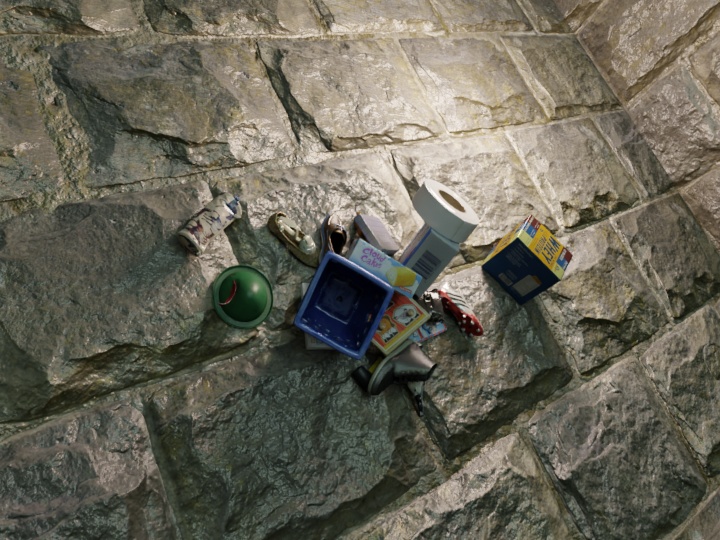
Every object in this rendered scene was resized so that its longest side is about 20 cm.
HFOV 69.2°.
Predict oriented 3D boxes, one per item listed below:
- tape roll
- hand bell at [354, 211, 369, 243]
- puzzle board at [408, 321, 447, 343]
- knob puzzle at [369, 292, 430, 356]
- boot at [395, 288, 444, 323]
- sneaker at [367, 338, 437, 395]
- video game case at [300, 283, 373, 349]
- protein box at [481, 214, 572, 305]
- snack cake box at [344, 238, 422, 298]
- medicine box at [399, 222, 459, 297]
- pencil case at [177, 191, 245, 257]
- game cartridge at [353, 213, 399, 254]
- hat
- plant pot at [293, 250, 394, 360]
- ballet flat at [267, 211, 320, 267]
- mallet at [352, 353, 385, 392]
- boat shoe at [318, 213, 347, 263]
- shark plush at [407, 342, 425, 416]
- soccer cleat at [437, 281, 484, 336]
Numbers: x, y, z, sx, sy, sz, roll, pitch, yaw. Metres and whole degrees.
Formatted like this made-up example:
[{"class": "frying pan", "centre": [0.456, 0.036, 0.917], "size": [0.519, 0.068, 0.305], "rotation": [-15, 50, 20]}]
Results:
[{"class": "tape roll", "centre": [0.244, -0.171, 1.496], "size": [0.199, 0.071, 0.204], "rotation": [30, 26, -16]}, {"class": "hand bell", "centre": [0.000, -0.101, 1.580], "size": [0.101, 0.105, 0.204], "rotation": [12, 47, -21]}, {"class": "puzzle board", "centre": [0.167, 0.111, 1.582], "size": [0.148, 0.017, 0.204], "rotation": [-17, 74, -33]}, {"class": "knob puzzle", "centre": [0.067, 0.112, 1.441], "size": [0.212, 0.031, 0.224], "rotation": [-2, 51, 3]}, {"class": "boot", "centre": [0.171, 0.130, 1.519], "size": [0.169, 0.069, 0.205], "rotation": [12, 59, -19]}, {"class": "sneaker", "centre": [0.111, 0.270, 1.358], "size": [0.105, 0.076, 0.199], "rotation": [34, 55, 27]}, {"class": "video game case", "centre": [-0.066, 0.127, 1.448], "size": [0.194, 0.023, 0.187], "rotation": [4, 63, -26]}, {"class": "protein box", "centre": [0.553, -0.032, 1.743], "size": [0.198, 0.200, 0.135], "rotation": [43, 53, 0]}, {"class": "snack cake box", "centre": [0.057, -0.005, 1.400], "size": [0.197, 0.115, 0.068], "rotation": [31, 89, -9]}, {"class": "medicine box", "centre": [0.200, -0.054, 1.542], "size": [0.102, 0.184, 0.201], "rotation": [35, 25, -5]}, {"class": "pencil case", "centre": [-0.392, -0.122, 1.374], "size": [0.088, 0.079, 0.201], "rotation": [26, 52, 12]}, {"class": "game cartridge", "centre": [0.051, -0.103, 1.558], "size": [0.132, 0.038, 0.199], "rotation": [61, 17, 8]}, {"class": "hat", "centre": [-0.273, 0.040, 1.289], "size": [0.161, 0.176, 0.205], "rotation": [13, 59, -20]}, {"class": "plant pot", "centre": [-0.050, 0.078, 1.333], "size": [0.196, 0.180, 0.204], "rotation": [28, 91, -10]}, {"class": "ballet flat", "centre": [-0.180, -0.090, 1.476], "size": [0.198, 0.065, 0.071], "rotation": [39, 52, -5]}, {"class": "mallet", "centre": [0.046, 0.241, 1.440], "size": [0.066, 0.041, 0.201], "rotation": [44, 49, -6]}, {"class": "boat shoe", "centre": [-0.071, -0.093, 1.514], "size": [0.071, 0.072, 0.204], "rotation": [27, 45, -29]}, {"class": "shark plush", "centre": [0.167, 0.296, 1.454], "size": [0.083, 0.089, 0.205], "rotation": [34, 35, -55]}, {"class": "soccer cleat", "centre": [0.314, 0.120, 1.624], "size": [0.199, 0.069, 0.085], "rotation": [41, 49, 0]}]
